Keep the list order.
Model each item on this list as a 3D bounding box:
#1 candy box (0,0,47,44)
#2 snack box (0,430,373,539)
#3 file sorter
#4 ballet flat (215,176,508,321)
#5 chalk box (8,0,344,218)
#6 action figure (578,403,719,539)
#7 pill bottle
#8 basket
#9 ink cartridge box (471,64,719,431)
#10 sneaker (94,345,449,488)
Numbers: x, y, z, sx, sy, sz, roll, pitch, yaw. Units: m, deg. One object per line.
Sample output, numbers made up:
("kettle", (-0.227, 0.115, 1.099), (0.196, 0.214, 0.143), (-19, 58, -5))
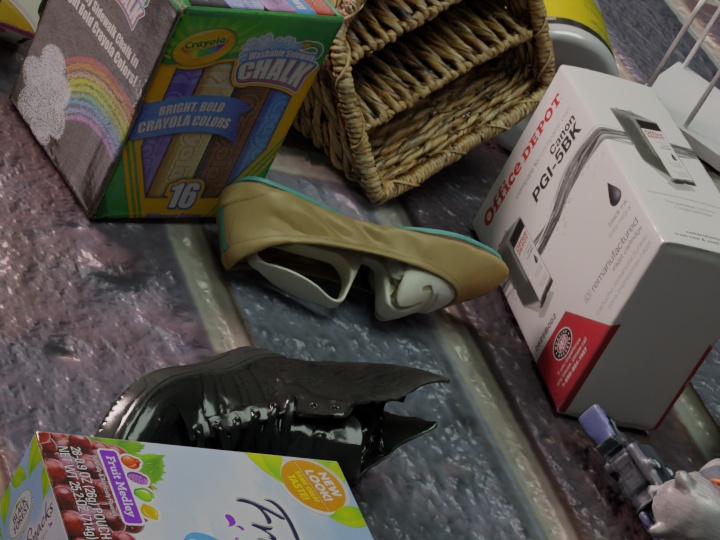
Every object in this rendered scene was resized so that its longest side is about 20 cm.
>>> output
("candy box", (-0.246, -0.262, 1.180), (0.136, 0.201, 0.061), (17, -5, -20))
("snack box", (-0.058, 0.169, 0.822), (0.168, 0.068, 0.200), (10, 37, -33))
("file sorter", (0.365, -0.151, 1.625), (0.200, 0.125, 0.139), (38, 31, 11))
("ballet flat", (0.000, 0.000, 1.152), (0.199, 0.069, 0.063), (16, 61, -20))
("chalk box", (-0.105, -0.145, 1.119), (0.123, 0.200, 0.125), (-1, 42, -43))
("action figure", (0.225, 0.135, 1.097), (0.193, 0.105, 0.200), (9, 38, -50))
("pill bottle", (0.140, -0.187, 1.489), (0.114, 0.115, 0.200), (21, 31, -16))
("basket", (0.041, -0.171, 1.293), (0.200, 0.143, 0.149), (-31, 62, -32))
("ink cartridge box", (0.162, -0.018, 1.222), (0.083, 0.147, 0.200), (12, 34, -26))
("sneaker", (-0.043, 0.082, 0.949), (0.104, 0.060, 0.200), (18, 20, 24))
